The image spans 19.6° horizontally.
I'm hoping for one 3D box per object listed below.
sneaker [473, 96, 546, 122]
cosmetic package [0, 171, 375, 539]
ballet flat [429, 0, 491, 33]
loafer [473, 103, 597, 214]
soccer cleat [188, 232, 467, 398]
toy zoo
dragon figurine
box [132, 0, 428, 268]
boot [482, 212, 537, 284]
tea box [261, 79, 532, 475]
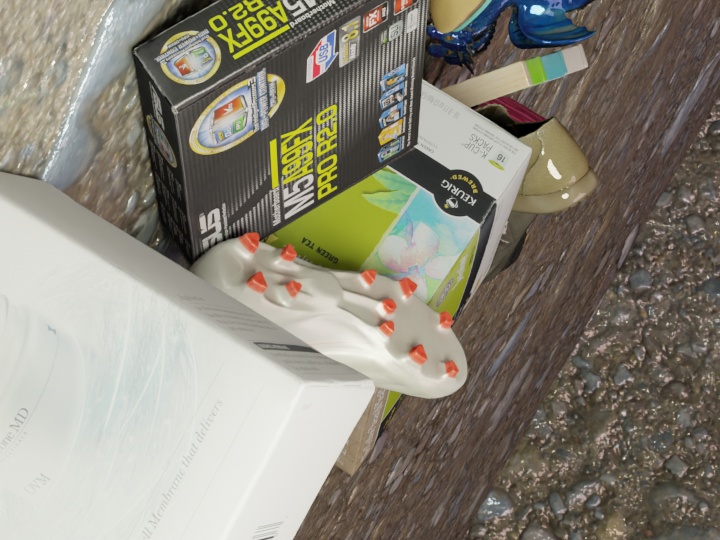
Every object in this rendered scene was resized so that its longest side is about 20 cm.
[{"bbox_3d":[0.113,-0.094,1.815,0.200,0.073,0.088,-24,142,-61],"label":"sneaker"},{"bbox_3d":[-0.135,0.088,0.955,0.201,0.199,0.123,-62,165,5],"label":"cosmetic package"},{"bbox_3d":[0.087,-0.238,1.344,0.200,0.063,0.069,-50,-149,34],"label":"ballet flat"},{"bbox_3d":[0.083,-0.085,1.516,0.076,0.199,0.068,-36,121,-46],"label":"loafer"},{"bbox_3d":[-0.023,0.033,1.237,0.077,0.199,0.070,-37,-136,37],"label":"soccer cleat"},{"bbox_3d":[0.093,-0.136,1.568,0.130,0.021,0.200,-18,-177,22],"label":"toy zoo"},{"bbox_3d":[0.141,-0.195,1.555,0.059,0.198,0.101,173,-81,-78],"label":"dragon figurine"},{"bbox_3d":[-0.040,-0.092,1.151,0.159,0.044,0.200,-32,158,-15],"label":"box"},{"bbox_3d":[0.117,-0.040,1.970,0.131,0.067,0.201,-41,156,-41],"label":"boot"},{"bbox_3d":[0.000,0.000,1.406,0.197,0.133,0.200,-56,171,-22],"label":"tea box"}]
